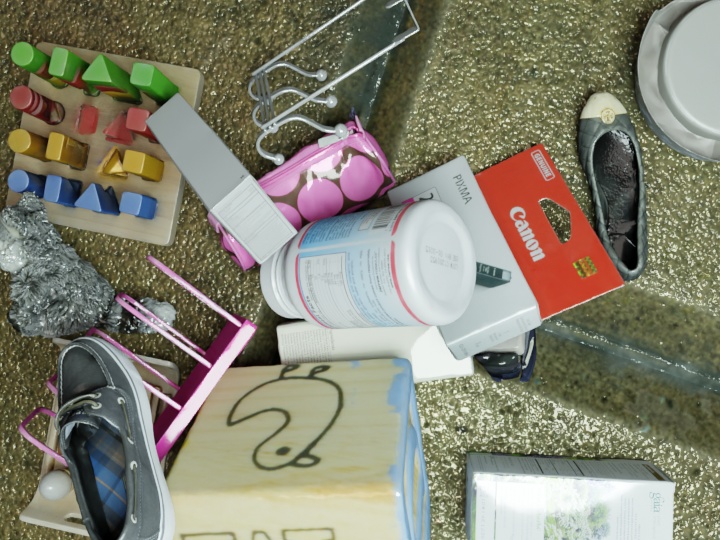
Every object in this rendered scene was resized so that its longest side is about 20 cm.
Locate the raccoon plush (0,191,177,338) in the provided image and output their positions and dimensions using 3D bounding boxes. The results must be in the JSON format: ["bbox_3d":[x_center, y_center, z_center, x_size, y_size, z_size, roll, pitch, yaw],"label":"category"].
[{"bbox_3d":[-0.299,-0.010,0.766,0.198,0.097,0.136,0,111,-22],"label":"raccoon plush"}]

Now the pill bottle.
[{"bbox_3d":[0.000,0.000,0.671,0.199,0.108,0.110,-6,87,42],"label":"pill bottle"}]

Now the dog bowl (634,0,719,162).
[{"bbox_3d":[0.380,-0.206,0.738,0.197,0.059,0.203,0,89,4],"label":"dog bowl"}]

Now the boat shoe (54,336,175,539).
[{"bbox_3d":[-0.206,0.131,0.556,0.069,0.066,0.201,-29,62,4],"label":"boat shoe"}]

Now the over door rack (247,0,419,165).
[{"bbox_3d":[-0.028,-0.207,0.722,0.200,0.148,0.066,-40,126,17],"label":"over door rack"}]

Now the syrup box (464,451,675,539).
[{"bbox_3d":[0.209,0.239,0.729,0.197,0.081,0.080,1,90,4],"label":"syrup box"}]

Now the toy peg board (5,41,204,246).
[{"bbox_3d":[-0.295,-0.146,0.774,0.197,0.098,0.202,11,89,5],"label":"toy peg board"}]

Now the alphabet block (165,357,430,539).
[{"bbox_3d":[-0.043,0.215,0.661,0.197,0.196,0.199,-5,114,9],"label":"alphabet block"}]

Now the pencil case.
[{"bbox_3d":[-0.067,-0.082,0.755,0.199,0.094,0.091,-33,68,2],"label":"pencil case"}]

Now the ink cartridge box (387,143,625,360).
[{"bbox_3d":[0.136,-0.034,0.707,0.172,0.044,0.201,-25,54,10],"label":"ink cartridge box"}]

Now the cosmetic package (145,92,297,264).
[{"bbox_3d":[-0.139,-0.093,0.687,0.051,0.083,0.200,-39,45,-4],"label":"cosmetic package"}]

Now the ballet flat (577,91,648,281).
[{"bbox_3d":[0.272,-0.090,0.745,0.066,0.057,0.203,-10,88,4],"label":"ballet flat"}]

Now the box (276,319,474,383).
[{"bbox_3d":[0.016,0.081,0.756,0.197,0.068,0.083,-7,89,4],"label":"box"}]

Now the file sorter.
[{"bbox_3d":[-0.216,0.098,0.698,0.125,0.139,0.201,37,80,-12],"label":"file sorter"}]

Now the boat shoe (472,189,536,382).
[{"bbox_3d":[0.151,0.021,0.751,0.074,0.093,0.202,-1,60,23],"label":"boat shoe"}]

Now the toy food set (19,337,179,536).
[{"bbox_3d":[-0.288,0.185,0.782,0.142,0.060,0.203,10,89,5],"label":"toy food set"}]
